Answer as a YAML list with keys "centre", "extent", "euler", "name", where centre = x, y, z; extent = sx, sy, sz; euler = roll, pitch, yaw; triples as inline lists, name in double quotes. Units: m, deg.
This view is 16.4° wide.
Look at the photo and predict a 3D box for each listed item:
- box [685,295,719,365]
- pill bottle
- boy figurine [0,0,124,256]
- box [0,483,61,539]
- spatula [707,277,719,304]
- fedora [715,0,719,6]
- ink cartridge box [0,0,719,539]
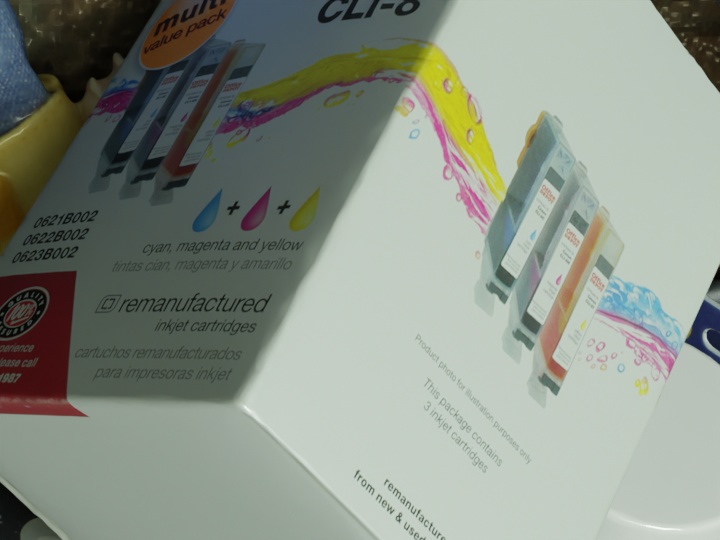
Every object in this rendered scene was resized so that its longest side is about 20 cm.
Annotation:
- centre: [0.137, 0.094, 0.901]
  extent: [0.032, 0.121, 0.200]
  euler: [-28, 138, -33]
  name: "box"
- centre: [0.069, 0.112, 0.875]
  extent: [0.111, 0.111, 0.200]
  euler: [-1, 141, -17]
  name: "pill bottle"
- centre: [-0.119, -0.016, 0.804]
  extent: [0.124, 0.064, 0.200]
  euler: [-27, 121, -4]
  name: "boy figurine"
- centre: [-0.089, 0.130, 0.863]
  extent: [0.199, 0.122, 0.106]
  euler: [1, 120, -17]
  name: "box"
- centre: [0.155, -0.001, 0.924]
  extent: [0.200, 0.021, 0.057]
  euler: [-20, 128, -5]
  name: "spatula"
- centre: [0.141, -0.133, 0.779]
  extent: [0.090, 0.200, 0.177]
  euler: [23, 71, 6]
  name: "fedora"
- centre: [0.000, 0.000, 0.751]
  extent: [0.145, 0.145, 0.200]
  euler: [48, 56, -33]
  name: "ink cartridge box"
